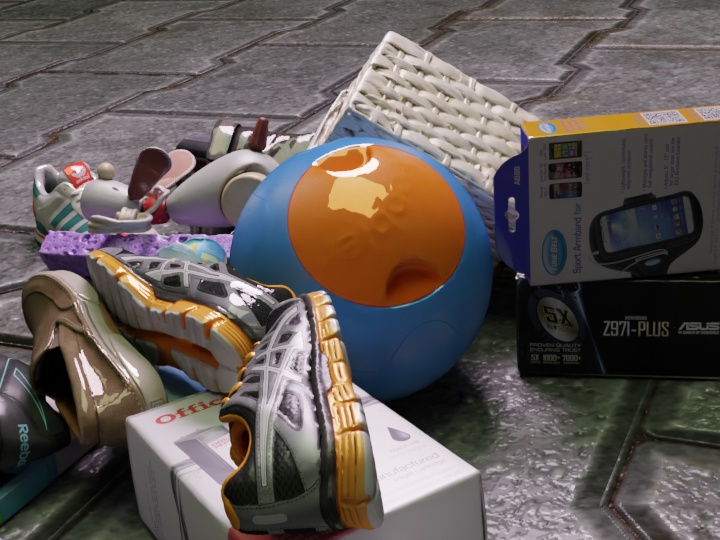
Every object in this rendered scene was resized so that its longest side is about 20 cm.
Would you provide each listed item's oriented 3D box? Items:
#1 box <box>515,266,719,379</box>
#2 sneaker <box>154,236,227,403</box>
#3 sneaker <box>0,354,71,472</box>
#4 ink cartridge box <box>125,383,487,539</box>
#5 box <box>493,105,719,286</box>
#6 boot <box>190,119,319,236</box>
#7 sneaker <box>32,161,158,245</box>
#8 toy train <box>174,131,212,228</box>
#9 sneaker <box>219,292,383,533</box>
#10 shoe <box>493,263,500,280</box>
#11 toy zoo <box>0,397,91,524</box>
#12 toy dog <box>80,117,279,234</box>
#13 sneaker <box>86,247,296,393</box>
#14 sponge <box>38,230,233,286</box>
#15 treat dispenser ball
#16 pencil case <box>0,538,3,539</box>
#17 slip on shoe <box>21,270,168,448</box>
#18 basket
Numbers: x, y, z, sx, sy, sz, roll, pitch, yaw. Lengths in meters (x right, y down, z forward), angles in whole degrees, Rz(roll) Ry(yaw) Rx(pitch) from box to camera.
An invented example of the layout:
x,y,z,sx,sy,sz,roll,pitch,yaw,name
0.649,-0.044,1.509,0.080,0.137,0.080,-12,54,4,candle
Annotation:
x,y,z,sx,sy,sz,roll,pitch,yaw,name
0.218,0.006,0.954,0.163,0.087,0.200,1,23,13,box
-0.133,0.043,0.871,0.079,0.131,0.200,33,-1,-35,sneaker
-0.281,0.093,0.838,0.079,0.076,0.200,-4,24,-36,sneaker
-0.038,0.138,0.695,0.145,0.085,0.200,-17,24,-28,ink cartridge box
0.196,-0.055,0.838,0.199,0.120,0.042,-4,26,2,box
-0.064,-0.059,1.078,0.173,0.201,0.069,6,-13,6,boot
-0.292,-0.064,1.220,0.199,0.094,0.070,16,31,42,sneaker
-0.116,-0.081,1.197,0.199,0.114,0.085,14,29,38,toy train
-0.041,0.073,0.629,0.077,0.079,0.200,-14,23,-3,sneaker
0.033,-0.003,1.056,0.199,0.054,0.070,-8,23,-6,shoe
-0.278,0.136,0.832,0.131,0.021,0.200,5,24,23,toy zoo
-0.147,-0.086,1.003,0.199,0.097,0.132,-2,6,-12,toy dog
-0.122,0.024,0.796,0.077,0.079,0.200,-34,39,-32,sneaker
-0.173,0.008,1.007,0.199,0.112,0.030,3,58,17,sponge
0.000,0.000,0.865,0.200,0.202,0.201,-4,22,2,treat dispenser ball
-0.287,0.170,0.666,0.199,0.083,0.091,12,68,35,pencil case
-0.206,0.062,0.802,0.060,0.076,0.200,-14,38,-34,slip on shoe
0.063,-0.097,1.003,0.199,0.123,0.136,30,49,-6,basket
